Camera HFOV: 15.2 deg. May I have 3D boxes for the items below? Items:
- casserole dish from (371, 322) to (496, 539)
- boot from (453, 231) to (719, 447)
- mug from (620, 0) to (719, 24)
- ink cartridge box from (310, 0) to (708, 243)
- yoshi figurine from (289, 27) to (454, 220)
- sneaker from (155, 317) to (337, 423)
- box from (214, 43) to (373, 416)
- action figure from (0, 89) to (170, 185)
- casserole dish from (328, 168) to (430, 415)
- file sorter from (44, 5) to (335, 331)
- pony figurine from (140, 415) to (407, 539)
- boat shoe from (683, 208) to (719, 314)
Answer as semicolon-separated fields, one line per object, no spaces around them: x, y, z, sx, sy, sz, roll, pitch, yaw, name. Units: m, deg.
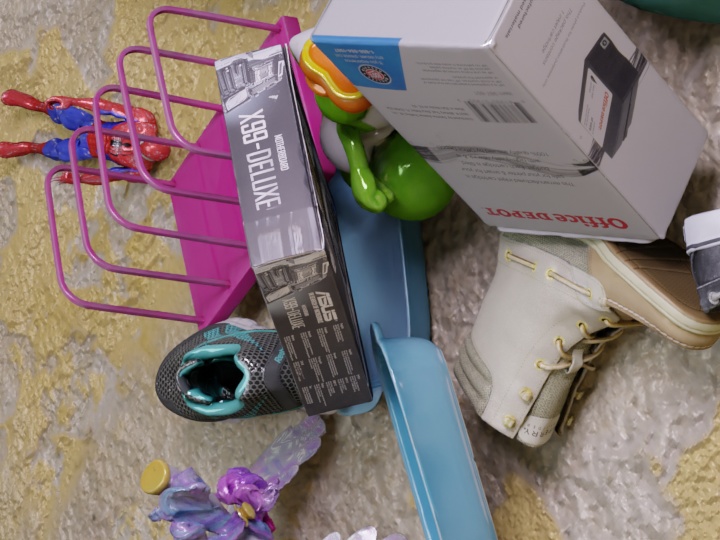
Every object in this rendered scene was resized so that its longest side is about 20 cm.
0.051;0.126;1.736;0.121;0.039;0.201;141;112;-85;casserole dish
0.140;0.044;1.682;0.200;0.072;0.155;38;114;47;boot
0.191;-0.243;1.609;0.152;0.114;0.186;-28;69;43;mug
0.091;-0.108;1.594;0.145;0.200;0.084;6;61;44;ink cartridge box
0.021;-0.096;1.716;0.200;0.112;0.112;79;179;-66;yoshi figurine
-0.098;0.070;1.869;0.200;0.091;0.078;-12;83;53;sneaker
-0.042;-0.023;1.728;0.050;0.200;0.158;-13;58;2;box
-0.231;-0.103;2.072;0.199;0.099;0.066;11;97;44;action figure
0.000;0.000;1.858;0.121;0.039;0.201;-15;76;46;casserole dish
-0.128;-0.072;1.898;0.200;0.125;0.139;-52;41;43;file sorter
-0.089;0.197;1.859;0.193;0.200;0.167;-45;49;17;pony figurine
0.273;-0.016;1.531;0.199;0.073;0.068;-14;80;33;boat shoe
